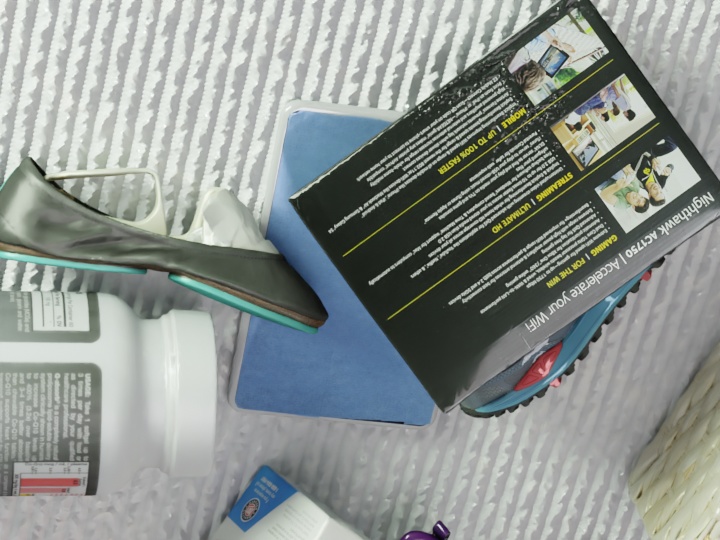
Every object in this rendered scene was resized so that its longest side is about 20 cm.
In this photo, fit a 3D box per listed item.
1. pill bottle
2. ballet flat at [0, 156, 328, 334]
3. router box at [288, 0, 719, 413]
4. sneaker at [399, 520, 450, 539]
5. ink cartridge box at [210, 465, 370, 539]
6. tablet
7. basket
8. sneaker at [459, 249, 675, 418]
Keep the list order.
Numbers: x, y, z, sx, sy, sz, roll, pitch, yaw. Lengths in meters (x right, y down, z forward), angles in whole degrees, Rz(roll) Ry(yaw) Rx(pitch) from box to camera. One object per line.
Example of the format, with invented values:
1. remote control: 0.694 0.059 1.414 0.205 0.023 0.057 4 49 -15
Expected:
1. pill bottle: -0.184 0.069 1.245 0.200 0.116 0.116 1 115 -10
2. ballet flat: -0.107 -0.019 1.243 0.200 0.068 0.068 14 91 -13
3. router box: 0.083 -0.038 1.230 0.200 0.051 0.149 -36 89 6
4. sneaker: -0.013 0.233 1.329 0.200 0.074 0.088 -52 160 -25
5. ink cartridge box: -0.072 0.226 1.311 0.067 0.116 0.200 37 86 -24
6. tablet: 0.000 0.000 1.302 0.130 0.014 0.200 6 113 -13
7. basket: 0.266 0.110 1.335 0.123 0.136 0.200 25 109 -18
8. sneaker: 0.109 -0.006 1.297 0.095 0.079 0.200 38 100 -6
